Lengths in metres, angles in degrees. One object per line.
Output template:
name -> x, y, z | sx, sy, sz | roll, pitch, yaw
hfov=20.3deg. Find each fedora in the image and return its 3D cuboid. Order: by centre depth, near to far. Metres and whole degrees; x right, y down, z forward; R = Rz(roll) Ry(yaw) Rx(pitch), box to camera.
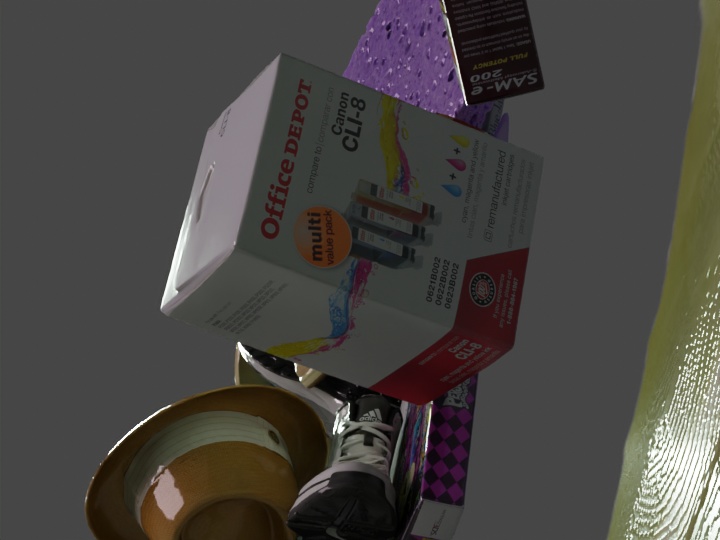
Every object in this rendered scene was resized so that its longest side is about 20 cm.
fedora -> -0.100, 0.173, 1.462 | 0.082, 0.199, 0.201 | 58, 145, 41

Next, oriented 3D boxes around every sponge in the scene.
sponge -> 0.053, -0.165, 1.629 | 0.112, 0.030, 0.200 | -63, 30, 3

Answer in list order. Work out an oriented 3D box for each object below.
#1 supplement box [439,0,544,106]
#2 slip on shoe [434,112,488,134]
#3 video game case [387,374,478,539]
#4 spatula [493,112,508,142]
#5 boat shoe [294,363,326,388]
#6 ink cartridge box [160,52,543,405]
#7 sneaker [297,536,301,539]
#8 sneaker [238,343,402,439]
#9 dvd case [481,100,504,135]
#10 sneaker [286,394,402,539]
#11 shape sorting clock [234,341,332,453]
supplement box -> 0.079, -0.226, 1.422 | 0.109, 0.060, 0.201 | -90, -14, -77
slip on shoe -> 0.023, -0.033, 1.511 | 0.200, 0.061, 0.074 | -53, -2, -4
video game case -> 0.049, 0.135, 1.445 | 0.182, 0.036, 0.201 | 106, 175, -49
spatula -> 0.093, -0.034, 1.440 | 0.057, 0.020, 0.201 | 90, -175, -47
boat shoe -> 0.000, 0.000, 1.583 | 0.201, 0.063, 0.073 | -56, -2, 3
ink cartridge box -> -0.007, -0.023, 1.319 | 0.145, 0.199, 0.146 | -38, 37, 60
sneaker -> -0.030, 0.261, 1.575 | 0.131, 0.079, 0.200 | 64, -143, -25
sneaker -> -0.026, 0.103, 1.661 | 0.074, 0.200, 0.080 | -38, -32, -33
dvd case -> 0.059, -0.127, 1.666 | 0.142, 0.018, 0.201 | -7, 64, 41
sneaker -> -0.008, 0.135, 1.425 | 0.201, 0.075, 0.116 | 103, 176, -71
shape sorting clock -> -0.029, 0.079, 1.790 | 0.039, 0.199, 0.201 | 0, 76, 53
